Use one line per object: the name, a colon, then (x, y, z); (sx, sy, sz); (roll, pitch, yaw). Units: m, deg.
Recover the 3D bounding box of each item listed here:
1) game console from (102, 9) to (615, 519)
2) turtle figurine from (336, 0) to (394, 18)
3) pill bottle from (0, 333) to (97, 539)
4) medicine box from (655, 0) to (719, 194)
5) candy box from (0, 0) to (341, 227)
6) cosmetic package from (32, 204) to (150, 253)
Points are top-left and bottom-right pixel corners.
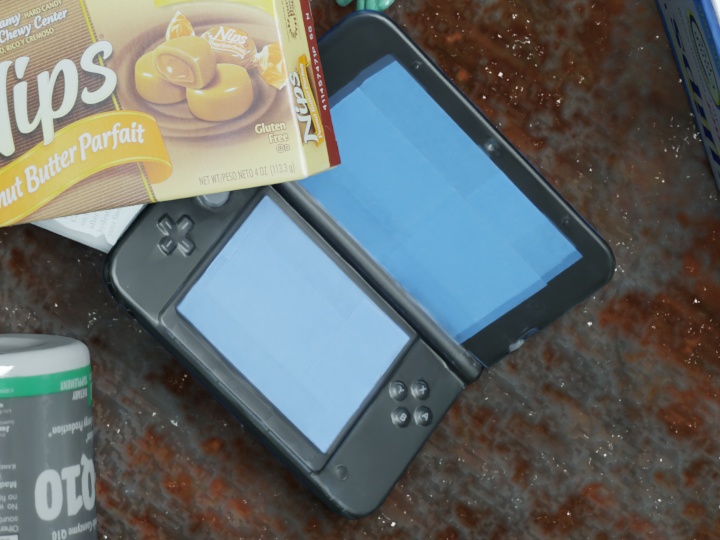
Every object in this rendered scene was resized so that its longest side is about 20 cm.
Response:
game console: (0.000, 0.000, 1.454); (0.200, 0.118, 0.171); (45, 62, -14)
turtle figurine: (-0.055, -0.218, 1.444); (0.101, 0.150, 0.200); (-40, 108, 19)
pill bottle: (-0.195, 0.139, 1.496); (0.112, 0.113, 0.201); (-2, 95, 1)
medicine box: (0.232, -0.076, 1.423); (0.102, 0.200, 0.183); (-19, 94, 1)
candy box: (-0.119, -0.090, 1.404); (0.199, 0.055, 0.116); (-8, 95, 20)
cosmetic package: (-0.194, -0.089, 1.496); (0.199, 0.071, 0.102); (22, 95, -1)
